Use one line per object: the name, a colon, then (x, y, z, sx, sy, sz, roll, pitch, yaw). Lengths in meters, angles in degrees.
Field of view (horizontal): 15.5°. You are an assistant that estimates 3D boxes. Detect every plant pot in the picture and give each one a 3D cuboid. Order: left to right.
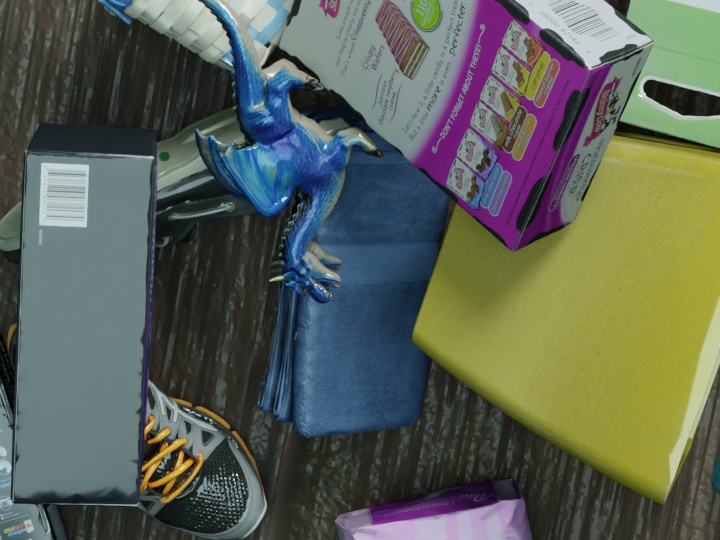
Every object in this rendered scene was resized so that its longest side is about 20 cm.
plant pot: (0.141, 0.005, 1.592, 0.176, 0.200, 0.201, 20, 98, 8)

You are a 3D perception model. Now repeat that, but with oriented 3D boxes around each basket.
basket: (-0.106, -0.221, 1.573, 0.200, 0.139, 0.176, 43, 95, -15)

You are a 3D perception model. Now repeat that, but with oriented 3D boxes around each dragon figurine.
dragon figurine: (-0.057, -0.069, 1.530, 0.099, 0.059, 0.200, -44, 117, -2)

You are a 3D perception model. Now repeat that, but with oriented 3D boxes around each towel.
towel: (0.000, 0.000, 1.639, 0.111, 0.048, 0.201, -1, 102, -36)

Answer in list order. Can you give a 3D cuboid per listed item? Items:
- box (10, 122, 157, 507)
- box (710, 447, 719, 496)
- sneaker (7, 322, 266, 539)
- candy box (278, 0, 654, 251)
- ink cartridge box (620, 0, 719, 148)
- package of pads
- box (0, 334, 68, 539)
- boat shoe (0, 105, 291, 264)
box: (-0.159, 0.022, 1.530, 0.079, 0.141, 0.201, 2, 100, -7)
box: (0.288, 0.054, 1.666, 0.082, 0.049, 0.201, 14, 98, -3)
sneaker: (-0.144, 0.103, 1.652, 0.200, 0.077, 0.078, 39, 94, -7)
candy box: (0.055, -0.127, 1.481, 0.200, 0.061, 0.137, 42, 134, 23)
ink cartridge box: (0.225, -0.177, 1.593, 0.104, 0.059, 0.201, 18, 100, 27)
package of pads: (0.059, 0.239, 1.675, 0.120, 0.076, 0.201, -10, 98, -1)
box: (-0.301, 0.143, 1.670, 0.199, 0.046, 0.159, -17, 98, 2)
boat shoe: (-0.129, -0.039, 1.635, 0.199, 0.072, 0.068, -20, 119, 3)
